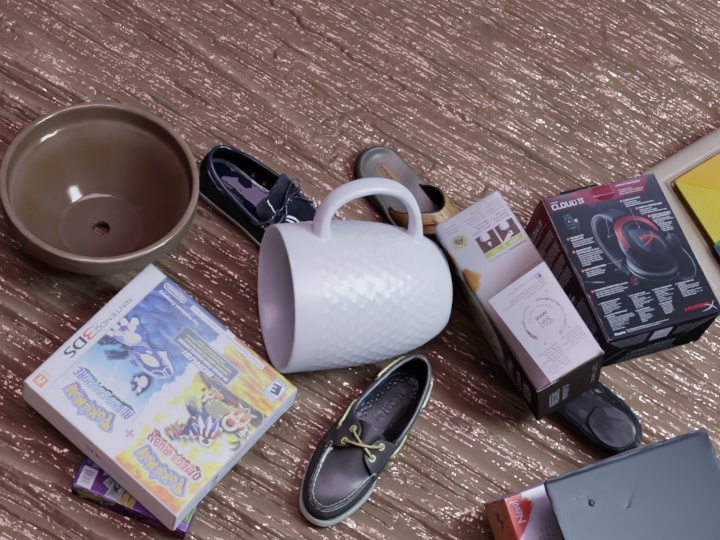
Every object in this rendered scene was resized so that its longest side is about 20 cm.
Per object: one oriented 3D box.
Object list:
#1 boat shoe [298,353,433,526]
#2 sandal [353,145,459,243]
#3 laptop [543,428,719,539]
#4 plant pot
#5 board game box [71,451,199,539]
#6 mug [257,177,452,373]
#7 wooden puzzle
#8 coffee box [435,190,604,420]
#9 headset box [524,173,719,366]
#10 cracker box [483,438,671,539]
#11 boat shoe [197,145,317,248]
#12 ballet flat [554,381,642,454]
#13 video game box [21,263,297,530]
[{"bbox_3d":[0.006,0.163,1.597,0.071,0.061,0.202,33,59,6],"label":"boat shoe"},{"bbox_3d":[0.072,-0.067,1.747,0.081,0.055,0.200,-31,73,-27],"label":"sandal"},{"bbox_3d":[0.271,0.286,1.545,0.185,0.202,0.116,-14,40,-21],"label":"laptop"},{"bbox_3d":[-0.264,-0.065,1.636,0.198,0.093,0.203,4,55,-5],"label":"plant pot"},{"bbox_3d":[-0.189,0.150,1.577,0.119,0.032,0.201,20,59,3],"label":"board game box"},{"bbox_3d":[0.000,0.000,1.612,0.173,0.202,0.148,-4,31,-18],"label":"mug"},{"bbox_3d":[0.439,-0.078,1.810,0.184,0.037,0.201,-30,67,5],"label":"wooden puzzle"},{"bbox_3d":[0.160,0.036,1.633,0.079,0.115,0.201,-30,70,-4],"label":"coffee box"},{"bbox_3d":[0.279,-0.009,1.754,0.147,0.075,0.201,-14,65,-21],"label":"headset box"},{"bbox_3d":[0.235,0.260,1.582,0.198,0.058,0.135,-17,83,-21],"label":"cracker box"},{"bbox_3d":[-0.090,-0.064,1.703,0.199,0.062,0.075,35,57,5],"label":"boat shoe"},{"bbox_3d":[0.213,0.122,1.689,0.066,0.057,0.200,-44,71,-2],"label":"ballet flat"},{"bbox_3d":[-0.193,0.118,1.553,0.199,0.047,0.182,39,62,9],"label":"video game box"}]
